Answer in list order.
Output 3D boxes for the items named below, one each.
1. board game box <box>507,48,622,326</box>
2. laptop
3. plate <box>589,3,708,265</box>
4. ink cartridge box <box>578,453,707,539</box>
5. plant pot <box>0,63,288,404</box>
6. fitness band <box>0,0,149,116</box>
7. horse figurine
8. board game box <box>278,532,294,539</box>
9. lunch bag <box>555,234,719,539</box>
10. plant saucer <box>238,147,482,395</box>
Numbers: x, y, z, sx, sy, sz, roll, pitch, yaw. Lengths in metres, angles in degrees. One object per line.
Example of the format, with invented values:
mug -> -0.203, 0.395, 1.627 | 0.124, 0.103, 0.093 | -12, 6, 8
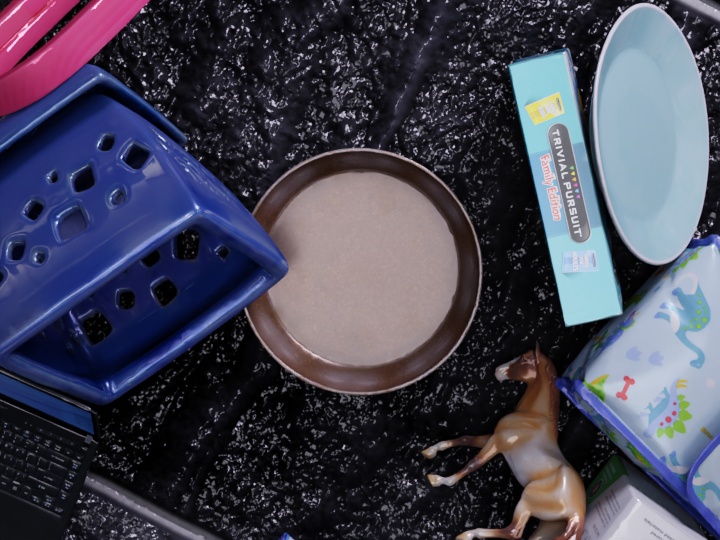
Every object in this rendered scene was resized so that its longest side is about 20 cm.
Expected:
board game box -> 0.161, -0.069, 1.566 | 0.047, 0.151, 0.201 | -13, 96, 9
laptop -> -0.310, 0.143, 1.624 | 0.176, 0.103, 0.201 | 24, 110, 1
plate -> 0.218, -0.104, 1.553 | 0.025, 0.200, 0.201 | -3, 97, 34
ink cartridge box -> 0.182, 0.262, 1.607 | 0.084, 0.146, 0.200 | 36, 98, -5
plant pot -> -0.204, -0.034, 1.564 | 0.200, 0.200, 0.180 | -36, 68, 7
fitness band -> -0.229, -0.196, 1.567 | 0.200, 0.143, 0.037 | -49, 122, -21
horse figurine -> 0.128, 0.168, 1.611 | 0.132, 0.050, 0.201 | -28, 51, 6
board game box -> -0.025, 0.295, 1.595 | 0.152, 0.200, 0.045 | 41, 97, -1
lunch bag -> 0.283, 0.099, 1.585 | 0.200, 0.127, 0.170 | 45, 87, -4
plant saucer -> 0.000, 0.000, 1.644 | 0.199, 0.034, 0.202 | 0, 96, 2
